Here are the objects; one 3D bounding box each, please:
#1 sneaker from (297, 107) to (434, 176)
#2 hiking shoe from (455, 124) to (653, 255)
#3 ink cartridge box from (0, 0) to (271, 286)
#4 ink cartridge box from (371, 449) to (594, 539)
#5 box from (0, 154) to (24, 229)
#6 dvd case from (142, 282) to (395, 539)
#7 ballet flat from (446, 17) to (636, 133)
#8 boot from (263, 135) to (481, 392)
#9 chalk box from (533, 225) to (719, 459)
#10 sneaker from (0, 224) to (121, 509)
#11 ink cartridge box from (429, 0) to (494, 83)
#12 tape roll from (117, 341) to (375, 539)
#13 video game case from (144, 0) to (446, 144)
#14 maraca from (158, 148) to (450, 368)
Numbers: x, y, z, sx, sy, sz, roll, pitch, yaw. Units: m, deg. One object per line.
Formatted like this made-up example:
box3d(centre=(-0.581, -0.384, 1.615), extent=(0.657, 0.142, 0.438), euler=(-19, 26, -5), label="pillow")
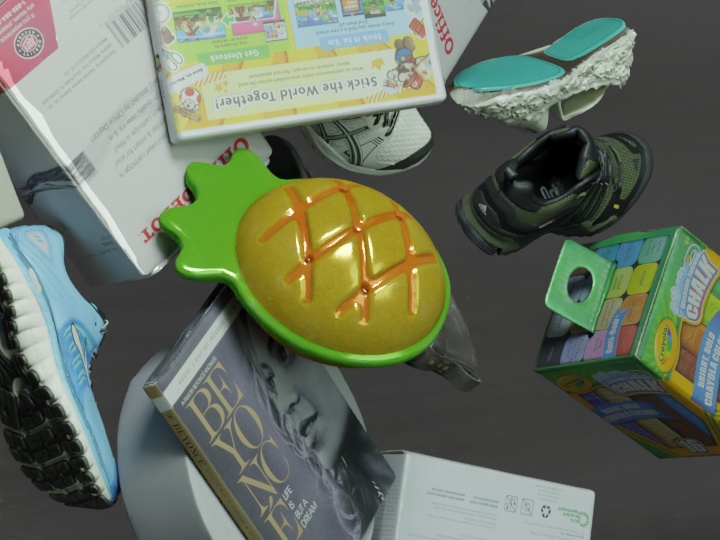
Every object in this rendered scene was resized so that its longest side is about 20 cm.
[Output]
box3d(centre=(-0.011, -0.130, 1.543), extent=(0.199, 0.087, 0.076), euler=(27, 67, -33), label="sneaker")
box3d(centre=(0.172, -0.073, 1.655), extent=(0.199, 0.101, 0.076), euler=(-24, 75, -37), label="hiking shoe")
box3d(centre=(-0.175, -0.110, 1.417), extent=(0.147, 0.083, 0.201), euler=(-46, 111, -32), label="ink cartridge box")
box3d(centre=(0.087, 0.251, 1.596), extent=(0.198, 0.040, 0.202), euler=(16, 75, -35), label="ink cartridge box")
box3d(centre=(-0.327, -0.039, 1.266), extent=(0.199, 0.127, 0.110), euler=(-27, 100, -36), label="box")
box3d(centre=(-0.055, 0.109, 1.406), extent=(0.201, 0.016, 0.149), euler=(57, 38, -19), label="dvd case")
box3d(centre=(0.152, -0.146, 1.685), extent=(0.199, 0.072, 0.072), euler=(-24, 99, -36), label="ballet flat")
box3d(centre=(0.000, 0.000, 1.543), extent=(0.174, 0.069, 0.201), euler=(12, 46, -55), label="boot")
box3d(centre=(0.231, 0.049, 1.680), extent=(0.199, 0.124, 0.126), euler=(35, 64, -29), label="chalk box")
box3d(centre=(-0.192, 0.061, 1.389), extent=(0.090, 0.078, 0.202), euler=(-26, 103, -43), label="sneaker")
box3d(centre=(0.054, -0.265, 1.581), extent=(0.201, 0.083, 0.146), euler=(-59, 144, -27), label="ink cartridge box")
box3d(centre=(-0.075, 0.136, 1.438), extent=(0.200, 0.066, 0.202), euler=(28, 53, -45), label="tape roll")
box3d(centre=(-0.050, -0.190, 1.426), extent=(0.198, 0.023, 0.184), euler=(-10, 88, -22), label="video game case")
box3d(centre=(-0.034, -0.009, 1.387), extent=(0.199, 0.107, 0.138), euler=(25, 50, 0), label="maraca")
